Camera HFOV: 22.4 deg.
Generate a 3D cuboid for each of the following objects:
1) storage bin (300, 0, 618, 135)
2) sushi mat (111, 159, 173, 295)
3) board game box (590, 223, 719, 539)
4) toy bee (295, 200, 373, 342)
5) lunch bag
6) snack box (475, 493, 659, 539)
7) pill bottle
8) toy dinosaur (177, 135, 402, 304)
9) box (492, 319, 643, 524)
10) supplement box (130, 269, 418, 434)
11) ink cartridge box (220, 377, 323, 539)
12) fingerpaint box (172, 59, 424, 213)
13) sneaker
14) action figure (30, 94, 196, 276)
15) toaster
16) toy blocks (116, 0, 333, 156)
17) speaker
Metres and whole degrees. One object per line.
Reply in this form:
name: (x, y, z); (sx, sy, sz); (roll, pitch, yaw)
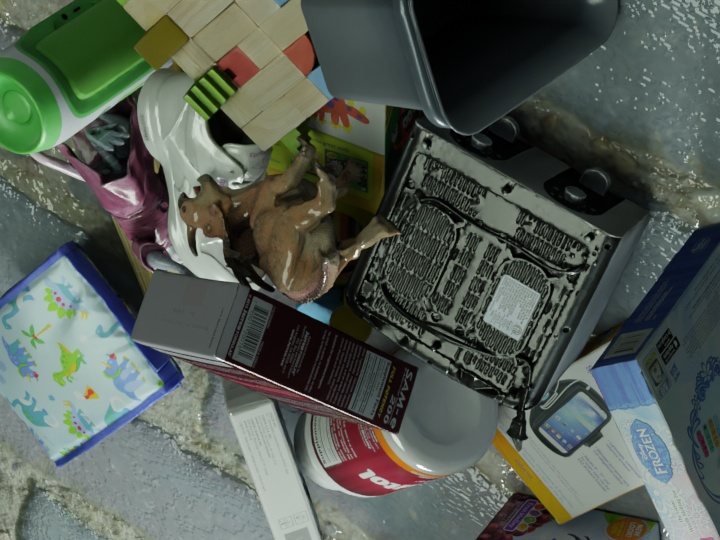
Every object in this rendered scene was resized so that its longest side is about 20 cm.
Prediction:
storage bin: (0.058, -0.193, 1.257); (0.134, 0.200, 0.146); (7, 124, 44)
sushi mat: (-0.186, -0.039, 1.664); (0.096, 0.012, 0.200); (0, 120, 36)
board game box: (0.258, 0.098, 1.301); (0.043, 0.200, 0.199); (-14, 110, 40)
toy bee: (0.000, 0.000, 1.507); (0.109, 0.200, 0.131); (-5, 83, 9)
lunch bag: (-0.264, 0.071, 1.721); (0.170, 0.127, 0.200); (51, 145, -4)
snack box: (0.146, 0.272, 1.507); (0.142, 0.200, 0.053); (9, 124, 31)
pill bottle: (0.023, 0.132, 1.549); (0.113, 0.113, 0.200); (52, 150, -6)
toy dinosaur: (-0.053, -0.020, 1.345); (0.086, 0.200, 0.136); (33, 105, -34)
box: (0.198, 0.122, 1.479); (0.119, 0.041, 0.200); (51, 133, -4)
supplement box: (-0.063, 0.064, 1.392); (0.109, 0.061, 0.200); (8, 166, 47)
ink cartridge box: (-0.086, 0.155, 1.657); (0.045, 0.176, 0.200); (-18, 121, -3)
fingerpaint box: (-0.048, -0.156, 1.438); (0.200, 0.073, 0.167); (19, 130, 24)
sneaker: (-0.110, -0.065, 1.442); (0.100, 0.075, 0.200); (2, 123, 37)
action figure: (-0.197, -0.058, 1.560); (0.149, 0.134, 0.200); (-1, 142, 20)
toaster: (0.102, -0.005, 1.383); (0.181, 0.119, 0.200); (31, 119, 16)
toy blocks: (-0.071, -0.185, 1.325); (0.137, 0.100, 0.200); (-34, 107, 35)
speaker: (-0.220, -0.170, 1.463); (0.088, 0.200, 0.088); (19, 129, 25)
